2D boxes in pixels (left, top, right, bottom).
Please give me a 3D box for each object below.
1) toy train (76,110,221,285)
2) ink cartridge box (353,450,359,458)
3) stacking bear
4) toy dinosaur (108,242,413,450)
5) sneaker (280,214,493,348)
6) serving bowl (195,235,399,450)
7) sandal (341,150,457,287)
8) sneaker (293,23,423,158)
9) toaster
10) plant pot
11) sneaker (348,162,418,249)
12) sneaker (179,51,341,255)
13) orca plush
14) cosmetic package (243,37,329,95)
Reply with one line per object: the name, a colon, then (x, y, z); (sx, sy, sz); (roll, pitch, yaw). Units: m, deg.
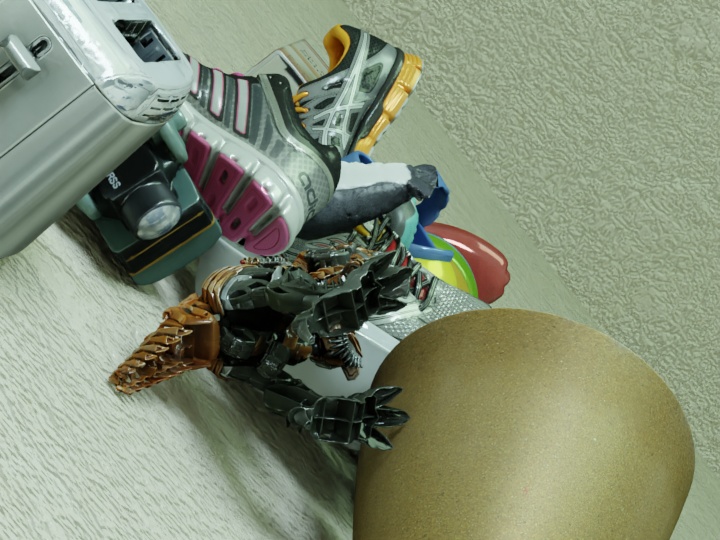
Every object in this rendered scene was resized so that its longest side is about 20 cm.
toy train: (-0.151, -0.084, 1.422); (0.200, 0.085, 0.114); (54, -5, 29)
ink cartridge box: (0.086, 0.150, 1.705); (0.200, 0.084, 0.145); (51, 10, -11)
stacking bear: (0.037, 0.029, 1.852); (0.113, 0.122, 0.200); (33, 10, -1)
toy dinosaur: (-0.044, 0.036, 1.319); (0.135, 0.200, 0.103); (19, -42, 41)
sneaker: (0.000, 0.000, 1.613); (0.199, 0.082, 0.078); (24, 33, -3)
serving bowl: (-0.019, 0.057, 1.493); (0.199, 0.066, 0.200); (31, 1, -1)
sandal: (-0.010, -0.043, 1.751); (0.199, 0.088, 0.079); (17, 4, 29)
sneaker: (-0.029, -0.099, 1.876); (0.077, 0.201, 0.078); (36, -31, -9)
toaster: (-0.158, -0.082, 1.185); (0.114, 0.129, 0.200); (54, 8, 1)
plant pot: (0.068, 0.154, 1.318); (0.187, 0.186, 0.201); (49, 36, -21)
sneaker: (-0.056, -0.053, 1.683); (0.199, 0.078, 0.091); (20, 4, 30)
sneaker: (-0.088, -0.093, 1.507); (0.200, 0.074, 0.087); (41, 46, 20)
orca plush: (-0.051, -0.044, 1.569); (0.106, 0.198, 0.071); (-100, -172, -47)
cosmetic package: (-0.056, -0.120, 2.023); (0.104, 0.087, 0.200); (51, 8, -4)
